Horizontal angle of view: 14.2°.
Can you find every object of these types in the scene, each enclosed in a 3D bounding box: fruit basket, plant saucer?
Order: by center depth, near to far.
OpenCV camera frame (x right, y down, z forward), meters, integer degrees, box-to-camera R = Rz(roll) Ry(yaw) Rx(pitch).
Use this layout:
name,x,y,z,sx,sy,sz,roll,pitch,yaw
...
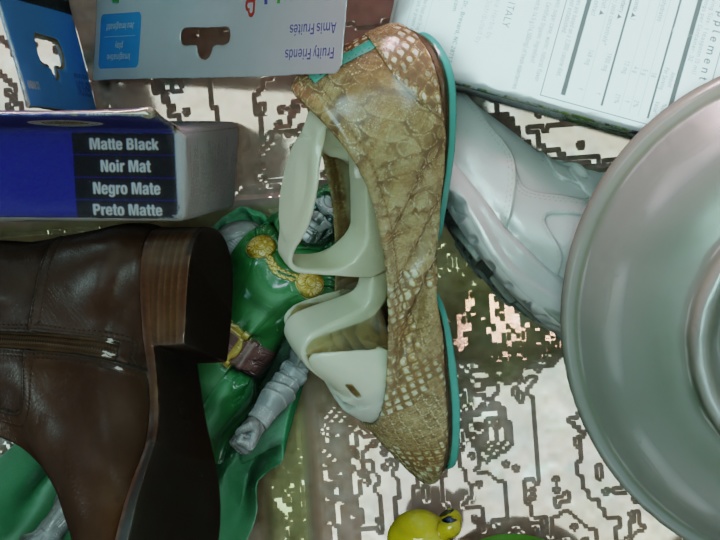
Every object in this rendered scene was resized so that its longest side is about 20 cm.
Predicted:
name,x,y,z,sx,sy,sz,roll,pitch,yaw
plant saucer,0.173,0.022,1.050,0.200,0.050,0.201,1,101,4
fruit basket,-0.059,-0.173,1.082,0.094,0.185,0.200,8,89,-34

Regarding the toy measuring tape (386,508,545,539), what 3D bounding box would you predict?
name,x,y,z,sx,sy,sz,roll,pitch,yaw
toy measuring tape,0.084,0.168,1.129,0.074,0.074,0.200,-38,97,5

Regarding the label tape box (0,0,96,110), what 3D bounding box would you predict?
name,x,y,z,sx,sy,sz,roll,pitch,yaw
label tape box,-0.162,-0.152,1.100,0.063,0.144,0.200,-12,90,6

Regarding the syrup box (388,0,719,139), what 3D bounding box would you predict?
name,x,y,z,sx,sy,sz,roll,pitch,yaw
syrup box,0.114,-0.089,1.108,0.200,0.079,0.082,15,93,5

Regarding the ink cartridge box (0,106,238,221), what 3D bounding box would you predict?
name,x,y,z,sx,sy,sz,roll,pitch,yaw
ink cartridge box,-0.155,-0.038,1.075,0.199,0.200,0.041,0,92,6

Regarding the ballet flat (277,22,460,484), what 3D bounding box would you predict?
name,x,y,z,sx,sy,sz,roll,pitch,yaw
ballet flat,0.000,0.000,1.093,0.065,0.071,0.200,-15,122,-18

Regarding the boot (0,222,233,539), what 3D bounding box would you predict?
name,x,y,z,sx,sy,sz,roll,pitch,yaw
boot,-0.152,0.068,1.106,0.200,0.064,0.187,-1,68,24

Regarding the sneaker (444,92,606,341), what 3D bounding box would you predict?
name,x,y,z,sx,sy,sz,roll,pitch,yaw
sneaker,0.107,-0.007,1.121,0.200,0.078,0.099,44,88,-6

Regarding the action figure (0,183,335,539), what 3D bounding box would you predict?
name,x,y,z,sx,sy,sz,roll,pitch,yaw
action figure,-0.065,0.048,1.145,0.118,0.055,0.200,35,90,6
